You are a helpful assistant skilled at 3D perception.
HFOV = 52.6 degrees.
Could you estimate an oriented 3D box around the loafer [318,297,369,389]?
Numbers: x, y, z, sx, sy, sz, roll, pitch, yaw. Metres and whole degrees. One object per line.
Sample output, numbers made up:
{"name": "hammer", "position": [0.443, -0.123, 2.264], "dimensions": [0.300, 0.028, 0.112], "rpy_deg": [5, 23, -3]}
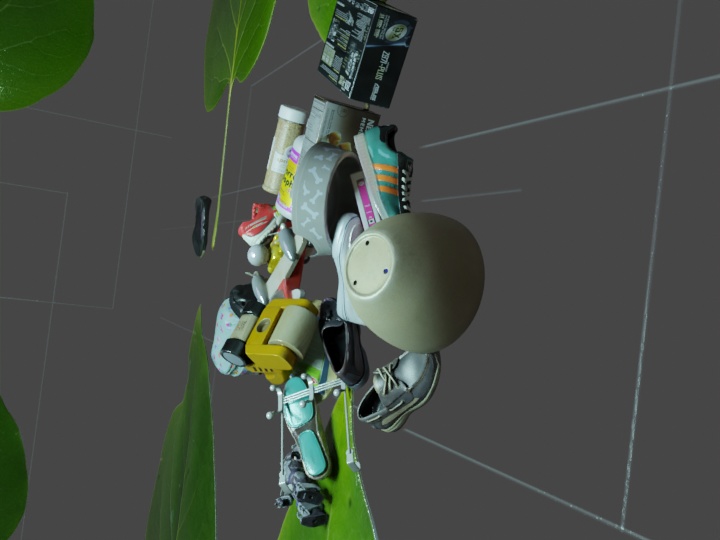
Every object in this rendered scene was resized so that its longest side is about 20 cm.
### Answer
{"name": "loafer", "position": [-0.038, 0.118, 1.299], "dimensions": [0.072, 0.063, 0.201], "rpy_deg": [-41, 45, 19]}

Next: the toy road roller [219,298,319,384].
{"name": "toy road roller", "position": [-0.150, 0.142, 1.371], "dimensions": [0.198, 0.146, 0.124], "rpy_deg": [-5, 48, 39]}

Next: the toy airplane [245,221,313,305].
{"name": "toy airplane", "position": [-0.165, -0.002, 1.477], "dimensions": [0.202, 0.140, 0.199], "rpy_deg": [-68, 17, 4]}

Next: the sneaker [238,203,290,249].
{"name": "sneaker", "position": [-0.193, -0.127, 1.586], "dimensions": [0.200, 0.084, 0.077], "rpy_deg": [-50, -10, -44]}

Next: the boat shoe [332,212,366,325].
{"name": "boat shoe", "position": [0.000, 0.000, 1.247], "dimensions": [0.066, 0.073, 0.202], "rpy_deg": [20, 127, 34]}

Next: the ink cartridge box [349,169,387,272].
{"name": "ink cartridge box", "position": [0.026, -0.066, 1.217], "dimensions": [0.095, 0.037, 0.202], "rpy_deg": [69, -177, -52]}

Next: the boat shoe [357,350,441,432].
{"name": "boat shoe", "position": [0.055, 0.178, 1.096], "dimensions": [0.201, 0.072, 0.075], "rpy_deg": [-62, 33, 36]}

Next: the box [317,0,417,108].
{"name": "box", "position": [0.008, -0.412, 1.343], "dimensions": [0.200, 0.085, 0.166], "rpy_deg": [53, 130, 55]}

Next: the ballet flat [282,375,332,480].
{"name": "ballet flat", "position": [-0.099, 0.299, 1.370], "dimensions": [0.067, 0.067, 0.202], "rpy_deg": [54, -162, -62]}

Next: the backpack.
{"name": "backpack", "position": [-0.274, 0.150, 1.718], "dimensions": [0.167, 0.125, 0.202], "rpy_deg": [49, 129, 53]}

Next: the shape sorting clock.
{"name": "shape sorting clock", "position": [-0.089, 0.160, 1.433], "dimensions": [0.199, 0.039, 0.203], "rpy_deg": [-21, 64, 50]}

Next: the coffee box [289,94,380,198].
{"name": "coffee box", "position": [-0.050, -0.214, 1.376], "dimensions": [0.080, 0.113, 0.203], "rpy_deg": [45, 122, 61]}

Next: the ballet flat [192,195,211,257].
{"name": "ballet flat", "position": [-0.514, -0.143, 2.393], "dimensions": [0.066, 0.056, 0.203], "rpy_deg": [10, 98, 36]}

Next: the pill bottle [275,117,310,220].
{"name": "pill bottle", "position": [-0.099, -0.204, 1.483], "dimensions": [0.104, 0.103, 0.202], "rpy_deg": [55, 131, 54]}

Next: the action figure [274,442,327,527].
{"name": "action figure", "position": [-0.122, 0.408, 1.403], "dimensions": [0.200, 0.068, 0.132], "rpy_deg": [-153, 68, -66]}

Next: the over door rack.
{"name": "over door rack", "position": [-0.087, 0.271, 1.288], "dimensions": [0.146, 0.067, 0.202], "rpy_deg": [-20, 55, 14]}

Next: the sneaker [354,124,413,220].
{"name": "sneaker", "position": [0.056, -0.147, 1.188], "dimensions": [0.079, 0.071, 0.202], "rpy_deg": [-22, 78, 13]}

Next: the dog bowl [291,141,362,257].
{"name": "dog bowl", "position": [-0.048, -0.119, 1.263], "dimensions": [0.058, 0.200, 0.203], "rpy_deg": [8, 90, 22]}

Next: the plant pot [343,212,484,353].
{"name": "plant pot", "position": [0.054, 0.005, 1.010], "dimensions": [0.199, 0.134, 0.203], "rpy_deg": [-14, 69, 39]}

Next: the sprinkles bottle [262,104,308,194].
{"name": "sprinkles bottle", "position": [-0.175, -0.280, 1.700], "dimensions": [0.068, 0.067, 0.203], "rpy_deg": [45, 123, 58]}
